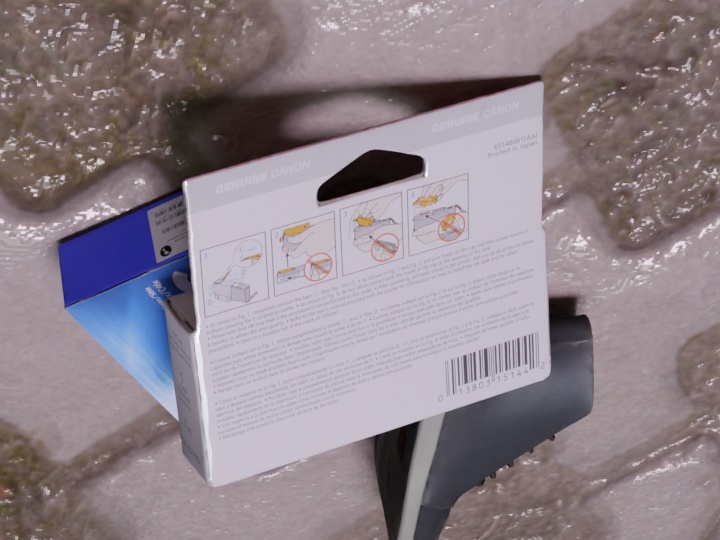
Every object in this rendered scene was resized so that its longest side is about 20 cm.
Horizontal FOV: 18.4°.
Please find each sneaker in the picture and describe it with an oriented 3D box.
[{"bbox_3d":[0.071,0.101,1.282,0.106,0.075,0.200,-2,141,-12],"label":"sneaker"}]

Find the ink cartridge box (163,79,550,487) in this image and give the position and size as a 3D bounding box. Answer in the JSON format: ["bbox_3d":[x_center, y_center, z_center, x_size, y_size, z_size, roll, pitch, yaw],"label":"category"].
[{"bbox_3d":[0.000,0.000,1.114,0.199,0.045,0.177,-16,122,-22],"label":"ink cartridge box"}]

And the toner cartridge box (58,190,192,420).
[{"bbox_3d":[-0.071,0.036,1.186,0.095,0.043,0.200,-22,142,14],"label":"toner cartridge box"}]
